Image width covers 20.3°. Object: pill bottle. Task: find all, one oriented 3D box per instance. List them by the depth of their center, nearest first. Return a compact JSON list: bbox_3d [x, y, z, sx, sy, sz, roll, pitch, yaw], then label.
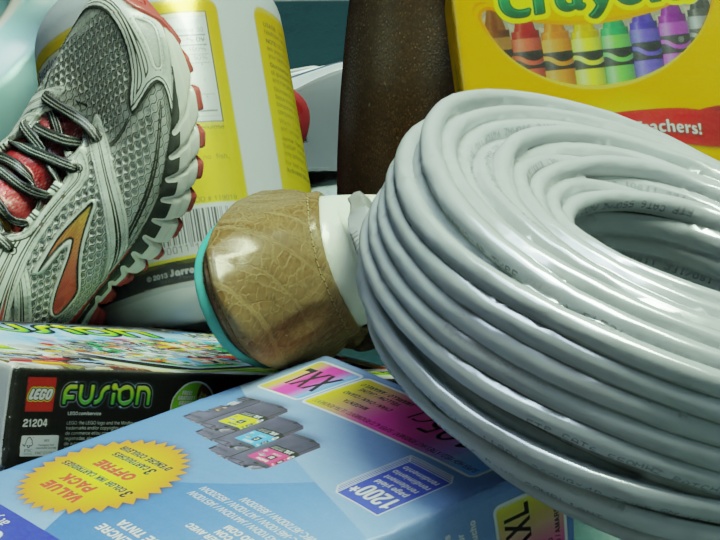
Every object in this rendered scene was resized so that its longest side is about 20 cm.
[{"bbox_3d":[-0.083,-0.064,0.881,0.111,0.202,0.112,-9,-15,-3],"label":"pill bottle"}]

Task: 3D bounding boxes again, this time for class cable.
[{"bbox_3d":[0.095,0.014,0.629,0.198,0.070,0.200,17,23,-8],"label":"cable"}]

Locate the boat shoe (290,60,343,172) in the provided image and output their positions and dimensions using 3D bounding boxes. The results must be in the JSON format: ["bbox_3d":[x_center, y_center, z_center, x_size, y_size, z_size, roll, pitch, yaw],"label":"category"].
[{"bbox_3d":[-0.032,-0.092,1.186,0.198,0.074,0.065,-7,22,-6],"label":"boat shoe"}]

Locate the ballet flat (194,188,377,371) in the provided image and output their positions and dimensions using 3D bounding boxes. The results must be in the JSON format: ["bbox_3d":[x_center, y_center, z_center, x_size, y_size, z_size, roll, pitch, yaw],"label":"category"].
[{"bbox_3d":[0.000,0.000,0.757,0.072,0.069,0.200,-17,-8,13],"label":"ballet flat"}]

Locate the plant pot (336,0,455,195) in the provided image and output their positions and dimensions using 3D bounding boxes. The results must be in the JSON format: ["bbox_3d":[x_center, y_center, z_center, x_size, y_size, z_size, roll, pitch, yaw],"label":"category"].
[{"bbox_3d":[0.066,-0.112,0.973,0.185,0.202,0.187,-8,11,2],"label":"plant pot"}]

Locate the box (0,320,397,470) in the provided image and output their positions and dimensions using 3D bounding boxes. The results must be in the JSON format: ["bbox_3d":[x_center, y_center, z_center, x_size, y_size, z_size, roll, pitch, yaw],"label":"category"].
[{"bbox_3d":[-0.079,0.045,0.742,0.199,0.035,0.109,5,5,-45],"label":"box"}]

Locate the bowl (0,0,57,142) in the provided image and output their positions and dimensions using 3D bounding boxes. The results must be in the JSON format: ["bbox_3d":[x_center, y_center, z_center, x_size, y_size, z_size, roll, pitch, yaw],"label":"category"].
[{"bbox_3d":[-0.183,-0.068,0.987,0.199,0.105,0.201,-26,27,15],"label":"bowl"}]

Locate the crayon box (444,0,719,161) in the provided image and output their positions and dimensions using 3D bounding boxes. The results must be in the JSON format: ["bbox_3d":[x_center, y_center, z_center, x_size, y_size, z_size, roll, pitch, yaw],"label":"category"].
[{"bbox_3d":[0.104,-0.064,0.860,0.126,0.202,0.051,-7,-13,-2],"label":"crayon box"}]

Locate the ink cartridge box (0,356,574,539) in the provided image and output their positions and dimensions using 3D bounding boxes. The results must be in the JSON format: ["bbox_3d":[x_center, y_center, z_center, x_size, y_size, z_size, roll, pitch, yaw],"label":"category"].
[{"bbox_3d":[-0.049,0.102,0.610,0.199,0.077,0.136,-21,23,-33],"label":"ink cartridge box"}]

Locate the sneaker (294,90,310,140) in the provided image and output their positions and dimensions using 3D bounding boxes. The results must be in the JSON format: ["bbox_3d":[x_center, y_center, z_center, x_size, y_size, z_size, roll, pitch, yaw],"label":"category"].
[{"bbox_3d":[-0.049,-0.034,1.047,0.115,0.079,0.200,12,37,25],"label":"sneaker"}]

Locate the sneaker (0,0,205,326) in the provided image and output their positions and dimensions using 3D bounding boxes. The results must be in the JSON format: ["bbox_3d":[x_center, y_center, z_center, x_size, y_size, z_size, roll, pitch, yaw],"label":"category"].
[{"bbox_3d":[-0.126,-0.016,0.785,0.082,0.201,0.078,8,22,-49],"label":"sneaker"}]

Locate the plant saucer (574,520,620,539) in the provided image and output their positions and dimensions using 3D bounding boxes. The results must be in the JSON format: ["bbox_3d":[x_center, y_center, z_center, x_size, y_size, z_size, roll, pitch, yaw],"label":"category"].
[{"bbox_3d":[0.159,0.057,0.729,0.199,0.039,0.201,-6,19,2],"label":"plant saucer"}]
